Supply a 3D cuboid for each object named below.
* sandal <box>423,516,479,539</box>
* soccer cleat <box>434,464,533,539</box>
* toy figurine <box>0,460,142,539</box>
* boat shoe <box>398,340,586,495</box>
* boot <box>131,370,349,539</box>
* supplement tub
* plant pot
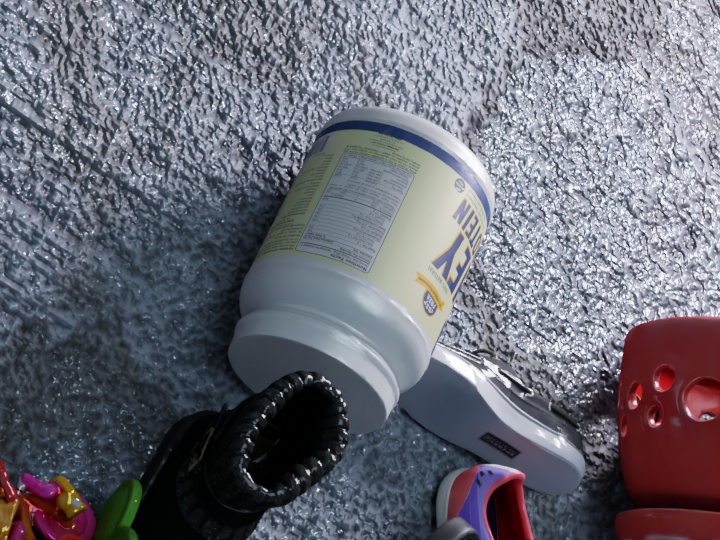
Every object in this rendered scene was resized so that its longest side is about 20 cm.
[{"bbox_3d":[0.002,0.243,1.387,0.200,0.048,0.076,-35,144,-30],"label":"sandal"},{"bbox_3d":[0.102,0.245,1.448,0.068,0.073,0.202,2,78,-35],"label":"soccer cleat"},{"bbox_3d":[-0.246,0.164,1.198,0.183,0.150,0.201,33,39,-15],"label":"toy figurine"},{"bbox_3d":[0.100,0.097,1.492,0.199,0.070,0.067,33,44,-22],"label":"boat shoe"},{"bbox_3d":[-0.097,0.167,1.270,0.079,0.157,0.212,32,62,-25],"label":"boot"},{"bbox_3d":[0.000,0.000,1.390,0.145,0.145,0.201,38,60,-23],"label":"supplement tub"},{"bbox_3d":[0.299,0.146,1.538,0.199,0.200,0.184,19,71,-31],"label":"plant pot"}]
